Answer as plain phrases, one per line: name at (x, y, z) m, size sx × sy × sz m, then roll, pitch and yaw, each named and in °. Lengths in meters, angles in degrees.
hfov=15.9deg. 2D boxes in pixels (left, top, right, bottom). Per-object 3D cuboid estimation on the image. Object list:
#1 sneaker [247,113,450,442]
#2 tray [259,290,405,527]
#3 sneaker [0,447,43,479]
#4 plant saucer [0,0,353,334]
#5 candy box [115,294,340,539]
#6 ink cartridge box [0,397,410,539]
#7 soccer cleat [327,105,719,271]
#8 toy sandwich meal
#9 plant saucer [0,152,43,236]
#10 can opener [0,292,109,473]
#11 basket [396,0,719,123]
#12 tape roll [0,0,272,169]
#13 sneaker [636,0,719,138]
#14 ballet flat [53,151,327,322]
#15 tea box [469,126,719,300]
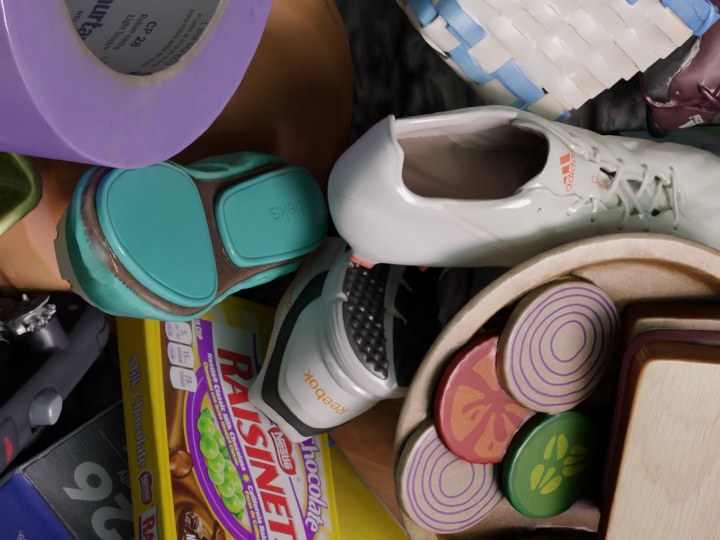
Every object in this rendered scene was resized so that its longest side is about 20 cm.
sneaker at (0.000, 0.000, 1.150) m, size 0.080 × 0.200 × 0.074 m, roll -36°, pitch 105°, yaw 32°
tray at (0.034, 0.090, 1.191) m, size 0.037 × 0.199 × 0.099 m, roll -31°, pitch 137°, yaw -59°
sneaker at (-0.121, 0.157, 1.211) m, size 0.200 × 0.076 × 0.116 m, roll 22°, pitch 111°, yaw -31°
plant saucer at (-0.086, -0.059, 1.128) m, size 0.200 × 0.037 × 0.201 m, roll -15°, pitch 121°, yaw -26°
candy box at (-0.052, 0.101, 1.104) m, size 0.102 × 0.201 × 0.026 m, roll 19°, pitch 142°, yaw -41°
ink cartridge box at (-0.065, 0.148, 1.125) m, size 0.200 × 0.198 × 0.047 m, roll -35°, pitch 174°, yaw -42°
soccer cleat at (0.084, -0.032, 1.079) m, size 0.199 × 0.070 × 0.078 m, roll 0°, pitch 151°, yaw -22°
toy sandwich meal at (0.114, 0.078, 1.072) m, size 0.204 × 0.070 × 0.206 m, roll -7°, pitch 116°, yaw -14°
plant saucer at (-0.258, -0.046, 0.998) m, size 0.200 × 0.048 × 0.200 m, roll -40°, pitch 117°, yaw -9°
can opener at (-0.162, 0.069, 1.051) m, size 0.200 × 0.063 × 0.079 m, roll -52°, pitch 136°, yaw -56°
basket at (0.099, -0.170, 1.098) m, size 0.200 × 0.176 × 0.139 m, roll -41°, pitch 127°, yaw 7°
tape roll at (-0.110, -0.142, 0.965) m, size 0.200 × 0.085 × 0.201 m, roll -29°, pitch 123°, yaw -56°
sneaker at (0.201, -0.083, 1.245) m, size 0.115 × 0.076 × 0.200 m, roll -40°, pitch 88°, yaw 6°
ballet flat at (-0.082, -0.010, 1.046) m, size 0.200 × 0.070 × 0.068 m, roll -12°, pitch 86°, yaw -66°
tea box at (0.188, 0.026, 1.246) m, size 0.196 × 0.200 × 0.134 m, roll -5°, pitch 117°, yaw -32°
